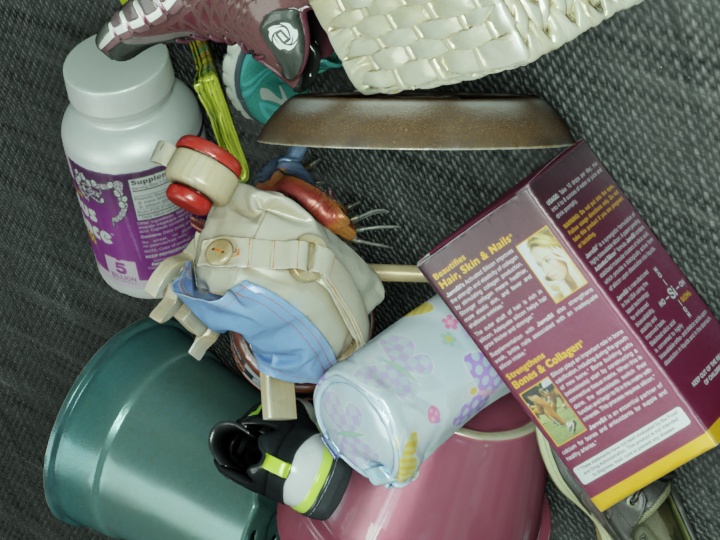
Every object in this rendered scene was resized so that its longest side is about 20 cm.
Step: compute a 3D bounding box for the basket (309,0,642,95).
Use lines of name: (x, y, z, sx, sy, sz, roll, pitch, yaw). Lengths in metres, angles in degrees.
basket: (0.061, -0.186, 1.394, 0.200, 0.123, 0.136, -4, 118, 59)

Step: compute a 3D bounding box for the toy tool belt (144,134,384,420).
toy tool belt: (-0.077, 0.012, 1.577, 0.124, 0.124, 0.200, 16, 163, 43)

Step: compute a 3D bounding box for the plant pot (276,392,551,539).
plant pot: (0.054, 0.134, 1.724, 0.200, 0.199, 0.180, 40, 134, 23)

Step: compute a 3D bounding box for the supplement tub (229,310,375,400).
supplement tub: (-0.046, 0.044, 1.811, 0.107, 0.107, 0.200, 51, 173, 3)

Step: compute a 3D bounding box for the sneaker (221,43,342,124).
sneaker: (-0.043, -0.160, 1.644, 0.079, 0.078, 0.200, 35, 149, 14)

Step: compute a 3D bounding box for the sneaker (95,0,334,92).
sneaker: (-0.087, -0.154, 1.578, 0.200, 0.076, 0.116, -28, 102, 46)

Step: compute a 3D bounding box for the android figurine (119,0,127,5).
android figurine: (-0.197, -0.273, 1.721, 0.201, 0.041, 0.182, 61, 174, -16)

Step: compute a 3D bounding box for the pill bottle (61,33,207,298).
pill bottle: (-0.172, -0.085, 1.883, 0.112, 0.112, 0.201, 30, 144, 37)

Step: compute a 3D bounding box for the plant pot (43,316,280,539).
plant pot: (-0.133, 0.170, 2.048, 0.195, 0.200, 0.201, 27, 144, 27)

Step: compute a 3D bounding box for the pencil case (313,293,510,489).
pencil case: (0.063, 0.060, 1.596, 0.091, 0.200, 0.083, 52, 148, 5)

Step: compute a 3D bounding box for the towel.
towel: (-0.110, -0.140, 1.716, 0.200, 0.018, 0.087, -110, 2, -60)

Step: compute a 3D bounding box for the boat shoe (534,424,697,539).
boat shoe: (0.186, 0.150, 1.655, 0.065, 0.073, 0.201, 4, 135, 49)

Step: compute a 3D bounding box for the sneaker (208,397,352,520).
sneaker: (-0.068, 0.117, 1.685, 0.082, 0.072, 0.200, 24, 177, -20)

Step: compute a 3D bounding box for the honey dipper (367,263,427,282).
honey dipper: (0.000, 0.000, 1.686, 0.198, 0.038, 0.038, 2, 136, 7)

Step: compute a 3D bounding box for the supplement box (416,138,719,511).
supplement box: (0.146, 0.035, 1.525, 0.110, 0.086, 0.201, -36, 91, 40)

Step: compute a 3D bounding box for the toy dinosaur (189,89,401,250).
toy dinosaur: (-0.045, -0.038, 1.696, 0.105, 0.199, 0.181, 59, -164, 3)

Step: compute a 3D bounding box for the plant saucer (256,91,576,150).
plant saucer: (0.035, -0.094, 1.497, 0.200, 0.199, 0.032, 8, 100, 54)
